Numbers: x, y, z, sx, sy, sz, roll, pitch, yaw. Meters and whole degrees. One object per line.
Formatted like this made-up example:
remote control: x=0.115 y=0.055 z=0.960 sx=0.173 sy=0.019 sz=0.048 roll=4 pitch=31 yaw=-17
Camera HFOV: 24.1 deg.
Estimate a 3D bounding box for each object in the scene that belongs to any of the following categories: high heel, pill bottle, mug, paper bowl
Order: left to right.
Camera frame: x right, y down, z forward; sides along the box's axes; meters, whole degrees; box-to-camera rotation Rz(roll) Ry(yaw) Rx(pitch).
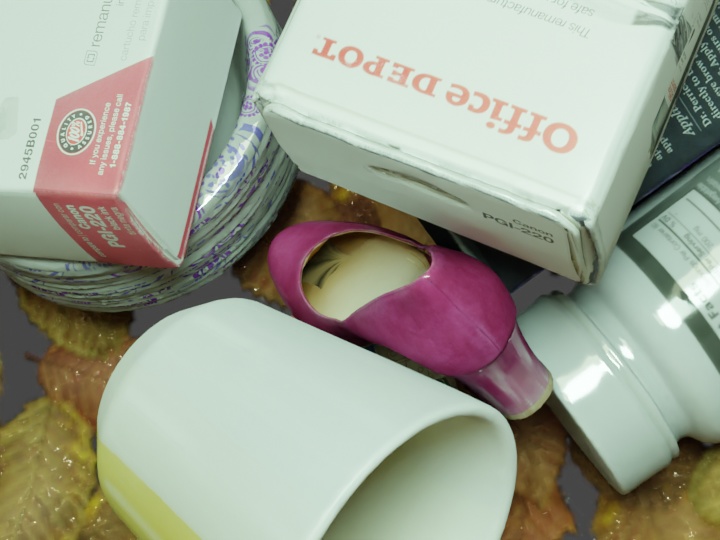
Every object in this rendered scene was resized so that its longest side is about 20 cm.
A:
paper bowl: x=-0.125 y=-0.074 z=0.907 sx=0.198 sy=0.104 sz=0.203 roll=-6 pitch=67 yaw=13
mug: x=-0.048 y=0.100 z=0.727 sx=0.153 sy=0.150 sz=0.187 roll=32 pitch=66 yaw=32
high heel: x=0.000 y=0.000 z=0.758 sx=0.067 sy=0.096 sz=0.200 roll=-46 pitch=39 yaw=-6
pill bottle: x=0.172 y=0.007 z=0.785 sx=0.199 sy=0.114 sz=0.114 roll=-37 pitch=63 yaw=-1

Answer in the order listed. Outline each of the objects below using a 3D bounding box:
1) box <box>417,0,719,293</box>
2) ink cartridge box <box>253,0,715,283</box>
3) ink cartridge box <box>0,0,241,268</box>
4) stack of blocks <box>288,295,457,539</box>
box: x=0.108 y=-0.088 z=0.809 sx=0.199 sy=0.148 sz=0.105 roll=-36 pitch=94 yaw=1
ink cartridge box: x=0.067 y=-0.116 z=0.682 sx=0.144 sy=0.085 sz=0.201 roll=22 pitch=77 yaw=17
ink cartridge box: x=-0.175 y=-0.088 z=0.824 sx=0.198 sy=0.085 sz=0.147 roll=4 pitch=68 yaw=20
stack of blocks: x=0.004 y=0.117 z=0.816 sx=0.114 sy=0.059 sz=0.202 roll=-19 pitch=64 yaw=8
